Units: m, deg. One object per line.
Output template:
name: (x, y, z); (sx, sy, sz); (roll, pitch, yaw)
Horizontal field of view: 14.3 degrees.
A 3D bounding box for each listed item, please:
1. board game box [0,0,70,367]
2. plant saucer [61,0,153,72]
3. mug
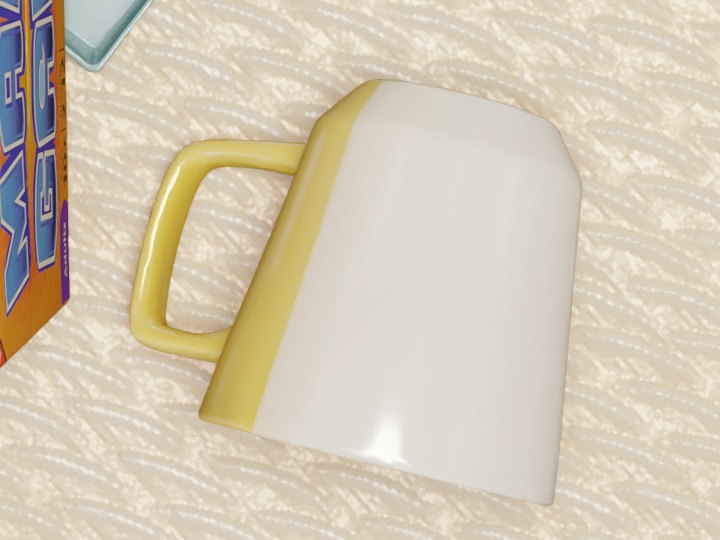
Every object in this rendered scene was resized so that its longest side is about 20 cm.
board game box: (-0.228, -0.071, 1.129); (0.199, 0.200, 0.201); (0, 99, 4)
plant saucer: (-0.168, -0.173, 1.221); (0.200, 0.019, 0.070); (39, 94, -3)
mug: (0.006, 0.001, 1.175); (0.186, 0.149, 0.154); (14, 87, -7)
